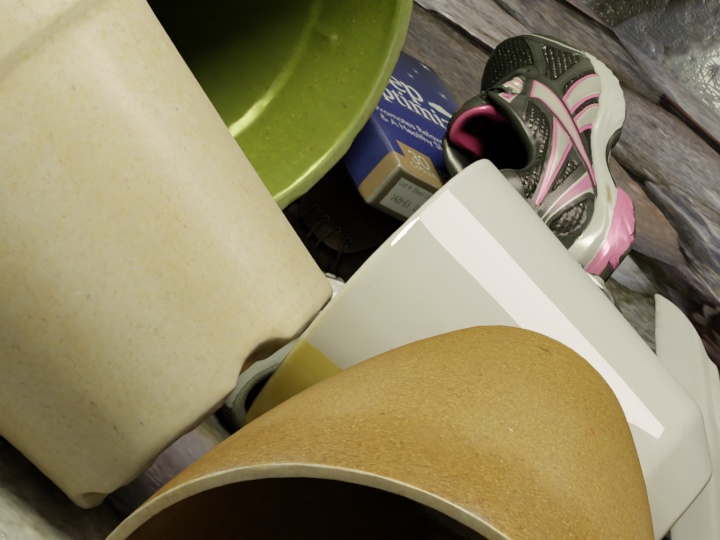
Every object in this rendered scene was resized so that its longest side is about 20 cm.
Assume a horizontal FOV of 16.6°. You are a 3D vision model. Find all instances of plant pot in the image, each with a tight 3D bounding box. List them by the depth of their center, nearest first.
[{"bbox_3d":[0.026,0.103,0.827,0.186,0.186,0.200,39,30,0],"label":"plant pot"},{"bbox_3d":[-0.117,-0.016,0.973,0.184,0.200,0.200,50,15,-2],"label":"plant pot"},{"bbox_3d":[-0.108,-0.145,1.177,0.190,0.200,0.200,33,9,38],"label":"plant pot"}]

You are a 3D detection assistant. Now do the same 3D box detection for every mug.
[{"bbox_3d":[0.047,0.073,0.998,0.153,0.187,0.149,41,32,6],"label":"mug"}]

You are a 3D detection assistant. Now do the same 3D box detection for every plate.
[{"bbox_3d":[0.162,0.130,1.183,0.032,0.200,0.200,-3,14,7],"label":"plate"}]

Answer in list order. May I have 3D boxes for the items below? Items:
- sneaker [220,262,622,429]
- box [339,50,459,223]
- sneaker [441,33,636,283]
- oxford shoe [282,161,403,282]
[{"bbox_3d":[0.025,0.041,1.166,0.079,0.200,0.074,-92,173,-46],"label":"sneaker"},{"bbox_3d":[0.015,-0.084,1.313,0.121,0.032,0.200,26,22,-41],"label":"box"},{"bbox_3d":[0.082,-0.069,1.241,0.086,0.080,0.200,33,23,-24],"label":"sneaker"},{"bbox_3d":[0.000,0.000,1.288,0.084,0.073,0.200,5,31,-28],"label":"oxford shoe"}]
